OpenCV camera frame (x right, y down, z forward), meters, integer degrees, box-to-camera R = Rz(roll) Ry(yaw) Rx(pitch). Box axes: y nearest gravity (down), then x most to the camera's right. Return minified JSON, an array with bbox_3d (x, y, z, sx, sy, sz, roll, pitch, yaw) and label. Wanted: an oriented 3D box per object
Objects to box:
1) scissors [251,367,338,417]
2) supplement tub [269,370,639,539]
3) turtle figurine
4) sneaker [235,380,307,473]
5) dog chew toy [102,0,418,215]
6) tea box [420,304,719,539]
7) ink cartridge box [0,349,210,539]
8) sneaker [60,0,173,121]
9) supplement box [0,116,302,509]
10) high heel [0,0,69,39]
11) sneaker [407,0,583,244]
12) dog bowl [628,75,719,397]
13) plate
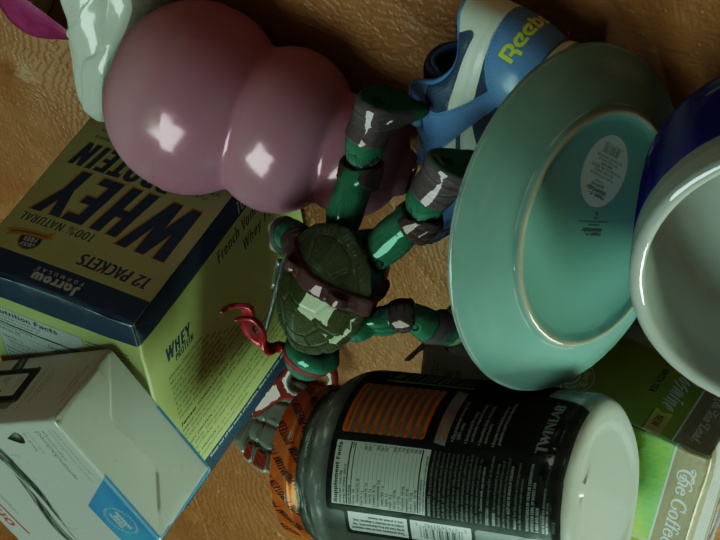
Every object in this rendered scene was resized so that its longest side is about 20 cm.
[{"bbox_3d":[-0.093,0.102,1.552,0.200,0.014,0.073,-37,91,33],"label":"scissors"},{"bbox_3d":[0.054,0.124,1.187,0.199,0.123,0.123,5,136,30],"label":"supplement tub"},{"bbox_3d":[0.000,0.000,1.181,0.149,0.101,0.201,34,120,14],"label":"turtle figurine"},{"bbox_3d":[-0.014,0.146,1.557,0.200,0.077,0.082,15,163,43],"label":"sneaker"},{"bbox_3d":[-0.060,-0.094,1.270,0.199,0.125,0.125,20,144,8],"label":"dog chew toy"},{"bbox_3d":[0.137,0.127,1.303,0.196,0.134,0.201,21,126,18],"label":"tea box"},{"bbox_3d":[-0.211,0.121,1.338,0.200,0.068,0.116,-8,127,46],"label":"ink cartridge box"},{"bbox_3d":[-0.173,-0.191,1.295,0.088,0.075,0.201,28,136,18],"label":"sneaker"},{"bbox_3d":[-0.142,0.015,1.391,0.134,0.200,0.200,18,143,23],"label":"supplement box"},{"bbox_3d":[-0.239,-0.227,1.294,0.096,0.067,0.200,28,152,29],"label":"high heel"},{"bbox_3d":[0.067,-0.092,1.202,0.082,0.074,0.200,38,142,6],"label":"sneaker"},{"bbox_3d":[0.246,-0.017,1.071,0.199,0.079,0.201,6,134,7],"label":"dog bowl"},{"bbox_3d":[0.124,-0.026,1.111,0.026,0.200,0.201,21,146,42],"label":"plate"}]
